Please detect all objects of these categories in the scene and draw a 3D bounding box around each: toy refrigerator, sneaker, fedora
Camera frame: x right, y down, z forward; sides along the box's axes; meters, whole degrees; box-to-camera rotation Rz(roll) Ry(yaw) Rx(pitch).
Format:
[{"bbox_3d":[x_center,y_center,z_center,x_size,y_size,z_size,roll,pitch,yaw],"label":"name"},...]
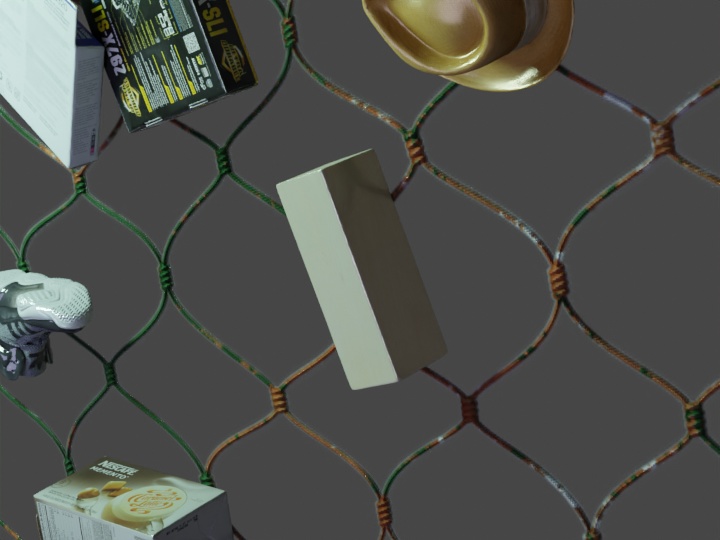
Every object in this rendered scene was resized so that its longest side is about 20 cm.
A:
[{"bbox_3d":[0.000,0.000,1.479,0.070,0.076,0.200,-15,98,45],"label":"toy refrigerator"},{"bbox_3d":[-0.360,0.068,1.840,0.200,0.075,0.114,13,117,45],"label":"sneaker"},{"bbox_3d":[0.069,-0.213,1.297,0.200,0.082,0.201,23,133,27],"label":"fedora"}]

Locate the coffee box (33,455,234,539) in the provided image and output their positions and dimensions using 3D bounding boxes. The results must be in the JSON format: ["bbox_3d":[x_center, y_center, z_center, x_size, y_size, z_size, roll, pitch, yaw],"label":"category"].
[{"bbox_3d":[-0.250,0.279,1.803,0.200,0.114,0.080,10,115,41],"label":"coffee box"}]

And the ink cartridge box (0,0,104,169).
[{"bbox_3d":[-0.326,-0.237,1.661,0.196,0.043,0.200,46,140,31],"label":"ink cartridge box"}]

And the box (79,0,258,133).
[{"bbox_3d":[-0.195,-0.247,1.568,0.160,0.049,0.200,-15,98,47],"label":"box"}]
